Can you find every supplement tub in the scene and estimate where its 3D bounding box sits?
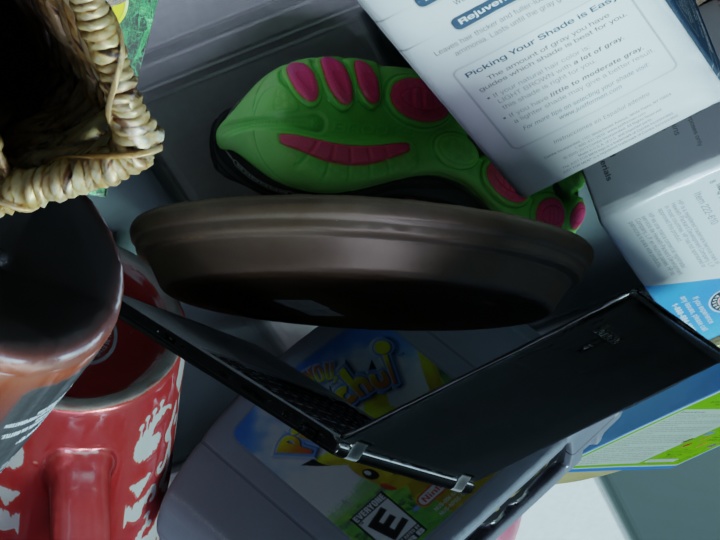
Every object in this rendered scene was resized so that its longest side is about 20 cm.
[{"bbox_3d":[-0.181,0.042,1.037,0.106,0.108,0.200,11,142,-29],"label":"supplement tub"}]

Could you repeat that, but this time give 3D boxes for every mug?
[{"bbox_3d":[-0.133,0.103,1.191,0.133,0.177,0.201,-25,146,-34],"label":"mug"}]

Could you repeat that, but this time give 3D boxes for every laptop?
[{"bbox_3d":[0.025,0.024,1.075,0.116,0.199,0.187,-59,159,1],"label":"laptop"}]

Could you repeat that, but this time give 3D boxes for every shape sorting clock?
[{"bbox_3d":[0.169,0.061,1.300,0.199,0.039,0.200,-17,164,-5],"label":"shape sorting clock"}]

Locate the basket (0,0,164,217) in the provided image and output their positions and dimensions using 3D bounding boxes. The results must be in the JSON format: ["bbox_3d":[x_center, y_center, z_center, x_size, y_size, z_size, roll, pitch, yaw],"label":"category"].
[{"bbox_3d":[-0.176,-0.106,0.815,0.142,0.149,0.201,-28,120,-14],"label":"basket"}]

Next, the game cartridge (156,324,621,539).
[{"bbox_3d":[0.008,0.085,1.187,0.200,0.133,0.041,-40,148,-24],"label":"game cartridge"}]

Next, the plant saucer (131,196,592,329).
[{"bbox_3d":[0.000,0.000,1.100,0.199,0.030,0.200,3,172,0],"label":"plant saucer"}]

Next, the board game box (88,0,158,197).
[{"bbox_3d":[-0.117,-0.129,0.939,0.104,0.023,0.201,5,108,-34],"label":"board game box"}]

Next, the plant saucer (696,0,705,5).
[{"bbox_3d":[0.093,-0.158,1.047,0.199,0.030,0.201,-8,142,-6],"label":"plant saucer"}]

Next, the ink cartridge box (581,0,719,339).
[{"bbox_3d":[0.206,-0.064,1.143,0.199,0.085,0.145,-23,148,13],"label":"ink cartridge box"}]

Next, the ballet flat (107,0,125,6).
[{"bbox_3d":[-0.098,-0.176,0.874,0.068,0.067,0.201,-26,122,-22],"label":"ballet flat"}]

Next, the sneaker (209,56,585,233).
[{"bbox_3d":[0.020,-0.054,1.132,0.199,0.077,0.084,12,166,-36],"label":"sneaker"}]

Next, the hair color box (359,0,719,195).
[{"bbox_3d":[0.057,-0.121,0.997,0.100,0.061,0.200,-26,140,15],"label":"hair color box"}]

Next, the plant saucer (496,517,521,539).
[{"bbox_3d":[-0.018,0.134,1.254,0.200,0.201,0.051,-26,113,15],"label":"plant saucer"}]
